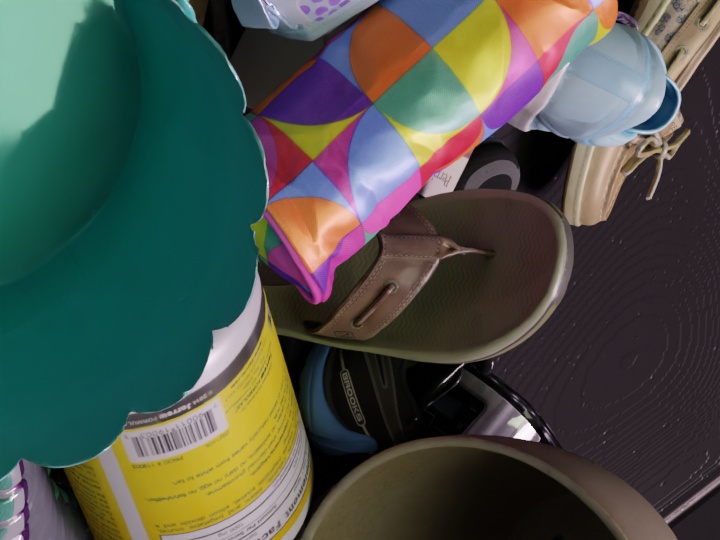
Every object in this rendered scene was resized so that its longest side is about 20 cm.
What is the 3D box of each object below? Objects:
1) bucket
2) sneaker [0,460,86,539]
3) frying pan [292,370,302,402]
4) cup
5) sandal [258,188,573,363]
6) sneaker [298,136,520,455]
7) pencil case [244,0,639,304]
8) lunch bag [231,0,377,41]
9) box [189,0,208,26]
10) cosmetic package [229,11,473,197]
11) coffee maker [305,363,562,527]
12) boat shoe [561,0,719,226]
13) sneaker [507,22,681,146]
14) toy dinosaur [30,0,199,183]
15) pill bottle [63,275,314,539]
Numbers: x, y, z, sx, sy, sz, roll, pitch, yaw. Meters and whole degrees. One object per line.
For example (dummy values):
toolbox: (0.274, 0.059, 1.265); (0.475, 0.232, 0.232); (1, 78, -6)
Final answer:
bucket: (-0.145, -0.037, 0.720); (0.205, 0.135, 0.209); (-9, 118, -17)
sneaker: (-0.166, 0.101, 0.905); (0.088, 0.074, 0.202); (-50, 149, -48)
frying pan: (-0.008, 0.014, 1.041); (0.190, 0.031, 0.115); (-50, 140, -17)
cup: (0.084, 0.167, 0.940); (0.143, 0.199, 0.202); (-11, 122, -58)
sandal: (-0.001, 0.001, 0.907); (0.057, 0.199, 0.081); (24, 66, -72)
sneaker: (0.040, 0.016, 0.986); (0.201, 0.082, 0.071); (-61, 147, -36)
pencil case: (0.024, -0.077, 0.840); (0.200, 0.088, 0.089); (-41, 138, -13)
lunch bag: (-0.015, -0.213, 0.790); (0.201, 0.126, 0.170); (-59, 138, -18)
box: (-0.130, -0.112, 0.831); (0.163, 0.021, 0.202); (-6, 118, -46)
cosmetic package: (0.030, -0.146, 0.933); (0.103, 0.087, 0.202); (20, 98, -52)
coffee maker: (0.022, 0.161, 1.105); (0.200, 0.134, 0.192); (-47, 166, -15)
boat shoe: (0.171, -0.112, 1.110); (0.202, 0.062, 0.073); (-66, 172, 6)
sneaker: (0.119, -0.091, 1.006); (0.074, 0.081, 0.200); (-61, 178, 10)
toy dinosaur: (-0.112, -0.074, 0.821); (0.087, 0.047, 0.202); (11, 106, -34)
pill bottle: (-0.083, 0.074, 0.906); (0.112, 0.112, 0.201); (-40, 142, -23)
